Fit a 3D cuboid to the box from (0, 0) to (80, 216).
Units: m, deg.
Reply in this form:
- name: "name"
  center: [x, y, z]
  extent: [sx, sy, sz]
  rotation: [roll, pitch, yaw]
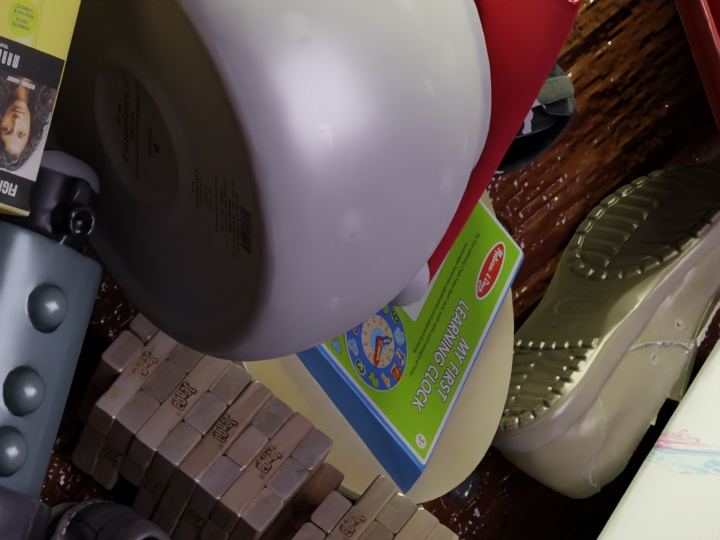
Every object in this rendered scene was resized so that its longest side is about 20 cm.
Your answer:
- name: "box"
  center: [-0.124, -0.124, 0.979]
  extent: [0.075, 0.050, 0.200]
  rotation: [20, 81, -45]

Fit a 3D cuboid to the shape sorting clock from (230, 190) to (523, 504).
- name: "shape sorting clock"
  center: [0.000, 0.000, 1.241]
  extent: [0.200, 0.039, 0.200]
  rotation: [23, 57, -42]

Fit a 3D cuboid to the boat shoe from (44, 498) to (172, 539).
- name: "boat shoe"
  center: [-0.082, 0.185, 1.170]
  extent: [0.067, 0.057, 0.200]
  rotation: [-28, 110, -40]

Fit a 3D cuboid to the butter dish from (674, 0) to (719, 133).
- name: "butter dish"
  center: [0.225, -0.152, 1.364]
  extent: [0.200, 0.148, 0.200]
  rotation: [-60, 134, -61]

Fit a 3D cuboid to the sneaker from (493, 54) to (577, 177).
- name: "sneaker"
  center: [0.050, -0.112, 1.199]
  extent: [0.071, 0.099, 0.200]
  rotation: [-20, 150, -8]

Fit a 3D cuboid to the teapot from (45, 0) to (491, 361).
- name: "teapot"
  center: [-0.021, -0.075, 1.061]
  extent: [0.146, 0.200, 0.198]
  rotation: [-25, 91, -27]

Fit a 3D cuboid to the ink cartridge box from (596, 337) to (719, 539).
- name: "ink cartridge box"
  center: [0.174, 0.118, 1.354]
  extent: [0.200, 0.087, 0.145]
  rotation: [-57, 160, -27]

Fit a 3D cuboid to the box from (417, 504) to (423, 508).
- name: "box"
  center: [0.036, 0.192, 1.297]
  extent: [0.041, 0.039, 0.200]
  rotation: [-39, 117, -34]

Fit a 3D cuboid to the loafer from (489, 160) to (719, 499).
- name: "loafer"
  center: [0.123, 0.026, 1.356]
  extent: [0.200, 0.076, 0.068]
  rotation: [-47, 127, -29]

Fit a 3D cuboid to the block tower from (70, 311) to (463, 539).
- name: "block tower"
  center: [-0.022, 0.100, 1.152]
  extent: [0.200, 0.058, 0.054]
  rotation: [37, 58, 5]

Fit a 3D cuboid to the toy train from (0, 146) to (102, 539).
- name: "toy train"
  center: [-0.150, 0.046, 1.061]
  extent: [0.085, 0.114, 0.200]
  rotation: [28, 72, -41]

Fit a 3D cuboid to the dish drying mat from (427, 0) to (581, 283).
- name: "dish drying mat"
  center: [0.038, -0.071, 1.133]
  extent: [0.018, 0.200, 0.077]
  rotation: [-6, 61, -24]
